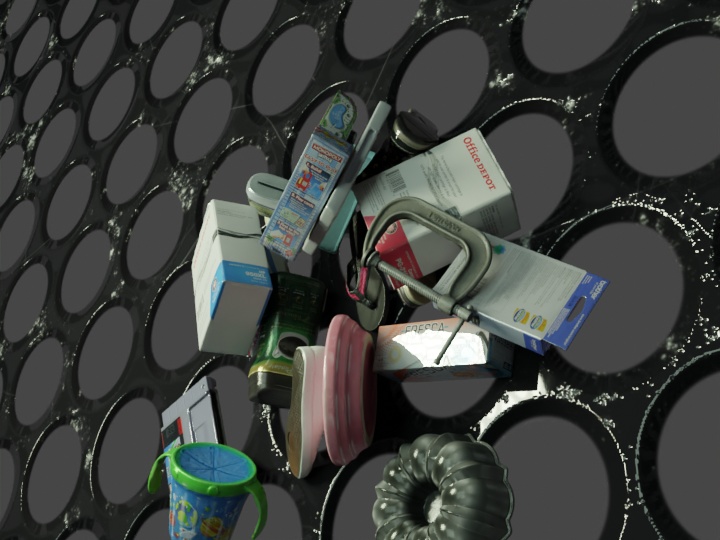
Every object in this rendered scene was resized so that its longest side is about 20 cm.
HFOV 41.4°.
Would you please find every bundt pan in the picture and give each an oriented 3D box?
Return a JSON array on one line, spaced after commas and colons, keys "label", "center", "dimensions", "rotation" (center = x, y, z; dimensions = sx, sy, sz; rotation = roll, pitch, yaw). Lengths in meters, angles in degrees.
[{"label": "bundt pan", "center": [0.092, 0.296, 1.197], "dimensions": [0.200, 0.075, 0.206], "rotation": [-23, 54, 35]}]

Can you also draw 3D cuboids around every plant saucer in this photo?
[{"label": "plant saucer", "center": [-0.010, 0.163, 1.304], "dimensions": [0.050, 0.201, 0.205], "rotation": [-2, 64, 9]}, {"label": "plant saucer", "center": [-0.036, -0.117, 1.518], "dimensions": [0.019, 0.069, 0.203], "rotation": [108, -176, -61]}]

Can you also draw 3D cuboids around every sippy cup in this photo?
[{"label": "sippy cup", "center": [-0.234, 0.352, 1.453], "dimensions": [0.177, 0.137, 0.133], "rotation": [31, 112, 51]}]

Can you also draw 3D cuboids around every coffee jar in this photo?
[{"label": "coffee jar", "center": [-0.113, 0.111, 1.473], "dimensions": [0.085, 0.102, 0.204], "rotation": [139, 142, -62]}]

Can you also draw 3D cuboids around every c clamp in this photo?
[{"label": "c clamp", "center": [0.076, -0.005, 1.207], "dimensions": [0.199, 0.027, 0.171], "rotation": [36, 78, 28]}]

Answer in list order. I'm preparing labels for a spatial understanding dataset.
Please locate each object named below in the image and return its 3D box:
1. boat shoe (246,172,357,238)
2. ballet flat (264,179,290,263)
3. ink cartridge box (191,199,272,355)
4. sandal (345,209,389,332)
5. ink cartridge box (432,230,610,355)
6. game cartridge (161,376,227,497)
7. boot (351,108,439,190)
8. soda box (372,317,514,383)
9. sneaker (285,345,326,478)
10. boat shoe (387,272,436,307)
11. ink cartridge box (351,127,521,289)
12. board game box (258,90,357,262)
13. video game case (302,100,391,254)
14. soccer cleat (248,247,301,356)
[{"label": "boat shoe", "center": [-0.092, -0.100, 1.548], "dimensions": [0.197, 0.062, 0.073], "rotation": [24, 61, 8]}, {"label": "ballet flat", "center": [-0.117, -0.102, 1.607], "dimensions": [0.202, 0.074, 0.068], "rotation": [-60, 19, 4]}, {"label": "ink cartridge box", "center": [-0.207, 0.009, 1.500], "dimensions": [0.202, 0.083, 0.146], "rotation": [-107, 33, -47]}, {"label": "sandal", "center": [0.000, 0.000, 1.443], "dimensions": [0.075, 0.044, 0.204], "rotation": [-36, 54, 44]}, {"label": "ink cartridge box", "center": [0.199, 0.030, 1.195], "dimensions": [0.198, 0.042, 0.120], "rotation": [22, 59, 34]}, {"label": "game cartridge", "center": [-0.280, 0.295, 1.601], "dimensions": [0.129, 0.038, 0.202], "rotation": [-36, 48, 21]}, {"label": "boot", "center": [0.048, -0.162, 1.426], "dimensions": [0.151, 0.073, 0.200], "rotation": [-52, 5, 17]}, {"label": "soda box", "center": [0.110, 0.108, 1.284], "dimensions": [0.197, 0.063, 0.070], "rotation": [-10, 63, 42]}, {"label": "sneaker", "center": [-0.059, 0.210, 1.395], "dimensions": [0.073, 0.083, 0.204], "rotation": [36, 123, 57]}, {"label": "boat shoe", "center": [0.059, -0.020, 1.399], "dimensions": [0.065, 0.071, 0.203], "rotation": [-40, 44, 31]}, {"label": "ink cartridge box", "center": [0.105, -0.087, 1.318], "dimensions": [0.197, 0.085, 0.146], "rotation": [-25, 48, 3]}, {"label": "board game box", "center": [-0.056, -0.149, 1.351], "dimensions": [0.201, 0.061, 0.202], "rotation": [-55, 8, 52]}, {"label": "video game case", "center": [-0.023, -0.131, 1.393], "dimensions": [0.184, 0.023, 0.200], "rotation": [-64, 4, -19]}, {"label": "soccer cleat", "center": [-0.143, 0.047, 1.566], "dimensions": [0.070, 0.084, 0.205], "rotation": [-114, 34, -78]}]
